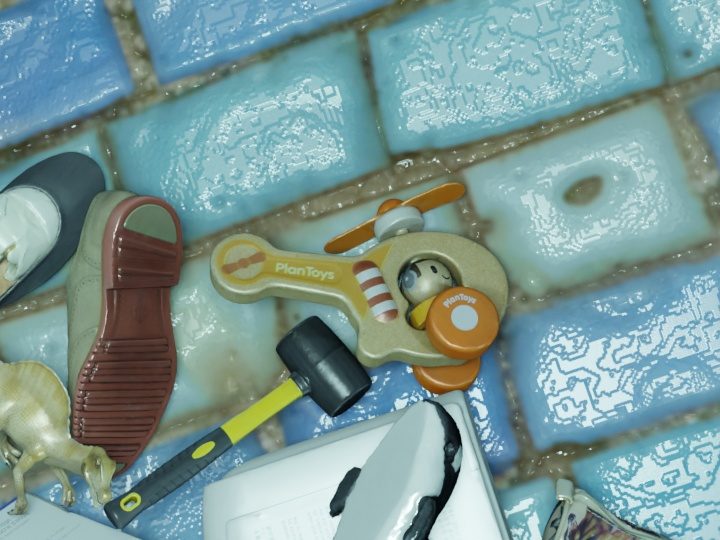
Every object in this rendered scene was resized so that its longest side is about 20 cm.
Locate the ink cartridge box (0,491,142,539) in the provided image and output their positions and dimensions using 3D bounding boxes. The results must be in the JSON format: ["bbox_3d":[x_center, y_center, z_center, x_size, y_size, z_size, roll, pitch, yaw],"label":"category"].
[{"bbox_3d":[-0.209,0.229,1.092,0.199,0.197,0.047,11,121,36],"label":"ink cartridge box"}]

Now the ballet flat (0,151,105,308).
[{"bbox_3d":[-0.256,-0.004,1.190,0.200,0.073,0.073,-42,82,1],"label":"ballet flat"}]

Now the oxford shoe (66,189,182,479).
[{"bbox_3d":[-0.169,0.043,1.188,0.075,0.070,0.201,21,100,52],"label":"oxford shoe"}]

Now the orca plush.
[{"bbox_3d":[0.025,0.184,1.066,0.071,0.105,0.201,32,60,-28],"label":"orca plush"}]

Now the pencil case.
[{"bbox_3d":[0.203,0.209,1.110,0.199,0.078,0.090,25,106,9],"label":"pencil case"}]

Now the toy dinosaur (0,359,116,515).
[{"bbox_3d":[-0.235,0.095,1.163,0.200,0.058,0.101,41,121,12],"label":"toy dinosaur"}]

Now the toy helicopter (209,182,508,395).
[{"bbox_3d":[0.000,0.000,1.152,0.199,0.079,0.133,8,63,-4],"label":"toy helicopter"}]

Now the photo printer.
[{"bbox_3d":[0.000,0.188,1.141,0.199,0.069,0.167,-20,82,5],"label":"photo printer"}]

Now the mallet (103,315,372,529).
[{"bbox_3d":[-0.088,0.097,1.139,0.200,0.041,0.066,-27,74,-23],"label":"mallet"}]
